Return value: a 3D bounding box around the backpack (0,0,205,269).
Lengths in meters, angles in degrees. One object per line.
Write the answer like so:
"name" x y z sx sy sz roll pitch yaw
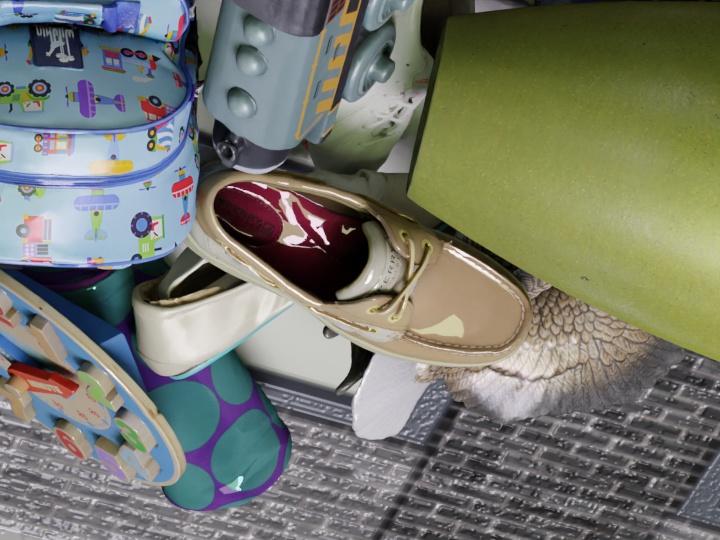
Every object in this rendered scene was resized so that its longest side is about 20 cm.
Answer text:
"backpack" -0.162 -0.092 1.353 0.182 0.200 0.135 4 125 -15

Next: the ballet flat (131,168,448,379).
"ballet flat" -0.036 -0.014 1.456 0.200 0.069 0.070 -32 129 -13

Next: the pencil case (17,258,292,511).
"pencil case" -0.116 0.047 1.536 0.085 0.092 0.200 -32 126 -2

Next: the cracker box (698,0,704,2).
"cracker box" 0.207 -0.250 1.366 0.134 0.058 0.201 -26 134 -35

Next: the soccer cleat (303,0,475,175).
"soccer cleat" 0.017 -0.110 1.437 0.069 0.077 0.200 -36 153 -38

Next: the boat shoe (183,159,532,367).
"boat shoe" 0.000 0.000 1.402 0.199 0.066 0.074 19 87 -11

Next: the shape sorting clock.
"shape sorting clock" -0.177 0.051 1.477 0.039 0.200 0.200 -49 131 -23

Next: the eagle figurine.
"eagle figurine" 0.082 0.012 1.523 0.199 0.152 0.152 -2 98 17

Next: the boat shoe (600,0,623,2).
"boat shoe" 0.179 -0.086 1.513 0.199 0.073 0.075 21 119 -26

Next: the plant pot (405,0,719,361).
"plant pot" 0.129 -0.058 1.361 0.199 0.187 0.188 13 124 -1

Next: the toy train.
"toy train" -0.026 -0.133 1.321 0.085 0.114 0.200 33 141 12

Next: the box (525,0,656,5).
"box" 0.127 -0.225 1.387 0.122 0.048 0.201 -23 133 -30
